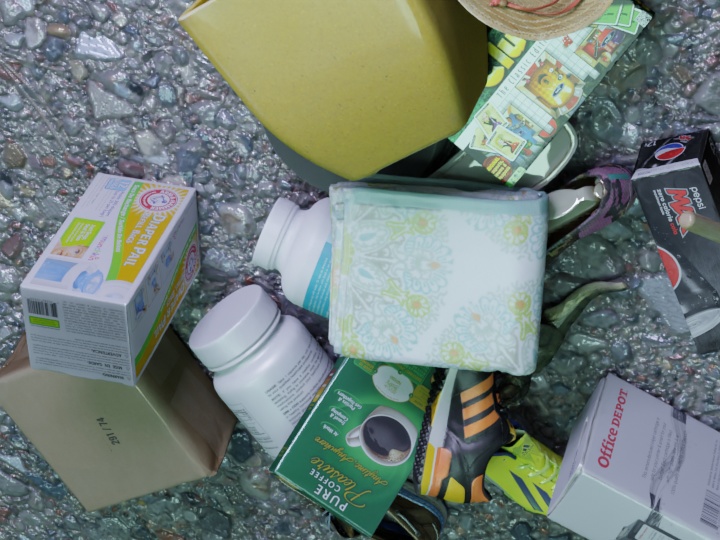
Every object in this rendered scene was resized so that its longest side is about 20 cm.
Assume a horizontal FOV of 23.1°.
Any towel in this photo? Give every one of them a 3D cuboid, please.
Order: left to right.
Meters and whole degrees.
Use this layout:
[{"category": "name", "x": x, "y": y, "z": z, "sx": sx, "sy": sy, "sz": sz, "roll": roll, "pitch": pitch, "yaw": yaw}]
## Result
[{"category": "towel", "x": 0.067, "y": 0.003, "z": 1.598, "sx": 0.199, "sy": 0.048, "sz": 0.172, "roll": 5, "pitch": 112, "yaw": 8}]

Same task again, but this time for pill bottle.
[{"category": "pill bottle", "x": -0.079, "y": 0.119, "z": 1.805, "sx": 0.113, "sy": 0.114, "sz": 0.200, "roll": -25, "pitch": 114, "yaw": 32}, {"category": "pill bottle", "x": 0.000, "y": 0.000, "z": 1.691, "sx": 0.199, "sy": 0.111, "sz": 0.111, "roll": 23, "pitch": 129, "yaw": 2}]

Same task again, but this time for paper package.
[{"category": "paper package", "x": -0.267, "y": 0.144, "z": 1.899, "sx": 0.190, "sy": 0.104, "sz": 0.200, "roll": -20, "pitch": 117, "yaw": 30}]

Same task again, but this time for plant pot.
[{"category": "plant pot", "x": 0.003, "y": -0.196, "z": 1.466, "sx": 0.193, "sy": 0.196, "sz": 0.201, "roll": -25, "pitch": 107, "yaw": 25}]

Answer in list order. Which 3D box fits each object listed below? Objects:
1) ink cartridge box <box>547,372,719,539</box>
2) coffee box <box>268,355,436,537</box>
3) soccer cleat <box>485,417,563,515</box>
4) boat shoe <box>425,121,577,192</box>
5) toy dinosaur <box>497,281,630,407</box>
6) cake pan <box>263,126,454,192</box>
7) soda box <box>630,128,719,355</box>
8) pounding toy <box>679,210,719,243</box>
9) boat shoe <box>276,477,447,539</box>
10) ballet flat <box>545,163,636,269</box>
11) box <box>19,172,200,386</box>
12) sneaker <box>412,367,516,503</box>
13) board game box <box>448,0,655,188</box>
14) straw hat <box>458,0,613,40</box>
[{"category": "ink cartridge box", "x": 0.295, "y": 0.213, "z": 1.717, "sx": 0.199, "sy": 0.146, "sz": 0.084, "roll": 28, "pitch": 132, "yaw": -2}, {"category": "coffee box", "x": 0.010, "y": 0.149, "z": 1.751, "sx": 0.123, "sy": 0.201, "sz": 0.044, "roll": 33, "pitch": 169, "yaw": -10}, {"category": "soccer cleat", "x": 0.167, "y": 0.195, "z": 1.783, "sx": 0.199, "sy": 0.065, "sz": 0.084, "roll": 24, "pitch": 145, "yaw": -11}, {"category": "boat shoe", "x": 0.113, "y": -0.084, "z": 1.617, "sx": 0.200, "sy": 0.062, "sz": 0.075, "roll": -36, "pitch": 94, "yaw": 21}, {"category": "toy dinosaur", "x": 0.168, "y": 0.054, "z": 1.716, "sx": 0.088, "sy": 0.048, "sz": 0.200, "roll": 32, "pitch": 124, "yaw": -9}, {"category": "cake pan", "x": -0.008, "y": -0.148, "z": 1.634, "sx": 0.199, "sy": 0.037, "sz": 0.201, "roll": 10, "pitch": 128, "yaw": 13}, {"category": "soda box", "x": 0.311, "y": -0.024, "z": 1.592, "sx": 0.070, "sy": 0.063, "sz": 0.201, "roll": -12, "pitch": 119, "yaw": 27}, {"category": "pounding toy", "x": 0.371, "y": -0.031, "z": 1.476, "sx": 0.141, "sy": 0.200, "sz": 0.185, "roll": -8, "pitch": 121, "yaw": 25}, {"category": "boat shoe", "x": -0.006, "y": 0.248, "z": 1.898, "sx": 0.199, "sy": 0.073, "sz": 0.073, "roll": 19, "pitch": 129, "yaw": 5}, {"category": "ballet flat", "x": 0.164, "y": -0.040, "z": 1.624, "sx": 0.200, "sy": 0.069, "sz": 0.071, "roll": -35, "pitch": 152, "yaw": 34}, {"category": "box", "x": -0.239, "y": 0.005, "z": 1.724, "sx": 0.112, "sy": 0.200, "sz": 0.102, "roll": 9, "pitch": 128, "yaw": 11}, {"category": "sneaker", "x": 0.114, "y": 0.129, "z": 1.708, "sx": 0.089, "sy": 0.070, "sz": 0.201, "roll": 14, "pitch": 97, "yaw": -6}, {"category": "board game box", "x": 0.152, "y": -0.177, "z": 1.528, "sx": 0.105, "sy": 0.023, "sz": 0.200, "roll": 38, "pitch": 113, "yaw": -1}, {"category": "straw hat", "x": 0.124, "y": -0.285, "z": 1.450, "sx": 0.201, "sy": 0.201, "sz": 0.085, "roll": 40, "pitch": 171, "yaw": -11}]
